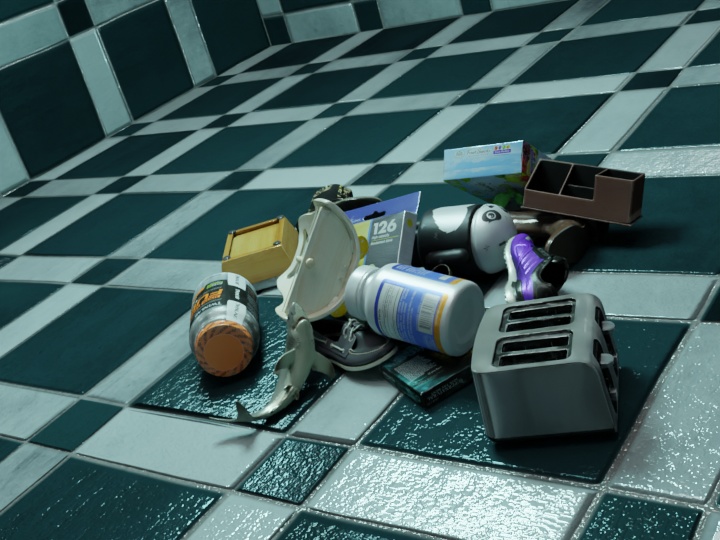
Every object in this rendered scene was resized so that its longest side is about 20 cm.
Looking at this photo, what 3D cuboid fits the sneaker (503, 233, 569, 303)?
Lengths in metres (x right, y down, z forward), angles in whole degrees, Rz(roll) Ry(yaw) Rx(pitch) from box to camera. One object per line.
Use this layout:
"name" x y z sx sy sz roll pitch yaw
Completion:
"sneaker" 0.287 0.000 1.566 0.099 0.070 0.201 -26 28 24

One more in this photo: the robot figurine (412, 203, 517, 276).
"robot figurine" 0.176 -0.054 1.714 0.198 0.125 0.152 -3 63 32

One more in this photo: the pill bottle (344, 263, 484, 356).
"pill bottle" 0.077 0.052 1.470 0.198 0.113 0.112 14 38 36

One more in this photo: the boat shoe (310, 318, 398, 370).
"boat shoe" -0.019 0.111 1.549 0.072 0.063 0.199 -36 20 -30

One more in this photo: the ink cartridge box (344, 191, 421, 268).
"ink cartridge box" 0.003 -0.035 1.657 0.196 0.047 0.203 -13 59 38

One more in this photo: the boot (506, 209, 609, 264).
"boot" 0.309 -0.067 1.724 0.198 0.065 0.185 11 23 43

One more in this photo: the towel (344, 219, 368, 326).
"towel" 0.000 0.000 1.728 0.152 0.024 0.200 -33 54 -14

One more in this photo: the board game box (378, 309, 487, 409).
"board game box" 0.141 0.126 1.472 0.198 0.028 0.135 -27 25 -18

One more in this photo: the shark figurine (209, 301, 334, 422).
"shark figurine" -0.130 0.172 1.522 0.089 0.128 0.216 2 52 53

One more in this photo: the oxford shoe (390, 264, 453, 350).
"oxford shoe" 0.096 0.056 1.589 0.072 0.085 0.200 0 31 30

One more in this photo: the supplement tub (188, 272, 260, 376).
"supplement tub" -0.235 0.094 1.693 0.121 0.124 0.200 -18 23 0

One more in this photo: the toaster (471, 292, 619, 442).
"toaster" 0.239 0.129 1.286 0.197 0.120 0.181 -9 24 21

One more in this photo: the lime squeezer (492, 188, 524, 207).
"lime squeezer" 0.292 -0.120 1.840 0.198 0.072 0.038 -21 6 -7

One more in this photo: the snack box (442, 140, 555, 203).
"snack box" 0.276 -0.184 1.867 0.167 0.069 0.199 -2 -12 34

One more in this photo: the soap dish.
"soap dish" -0.206 -0.033 1.999 0.155 0.082 0.200 -16 23 5

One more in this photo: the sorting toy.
"sorting toy" -0.084 -0.018 1.632 0.106 0.202 0.180 19 2 -29

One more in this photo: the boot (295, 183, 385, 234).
"boot" -0.036 -0.140 2.126 0.198 0.074 0.151 -17 23 16

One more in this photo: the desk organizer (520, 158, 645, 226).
"desk organizer" 0.383 -0.137 1.685 0.198 0.078 0.071 13 22 31
